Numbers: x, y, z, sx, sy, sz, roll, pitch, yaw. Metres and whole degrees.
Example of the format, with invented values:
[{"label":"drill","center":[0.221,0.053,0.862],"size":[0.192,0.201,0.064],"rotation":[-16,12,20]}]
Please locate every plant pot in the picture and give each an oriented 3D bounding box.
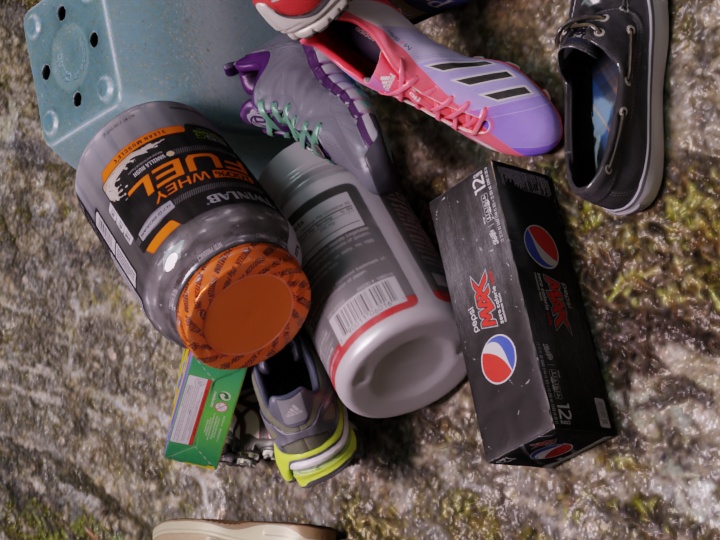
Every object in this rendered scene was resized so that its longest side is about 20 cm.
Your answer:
[{"label":"plant pot","center":[-0.158,-0.170,1.413],"size":[0.195,0.199,0.197],"rotation":[-22,77,45]}]

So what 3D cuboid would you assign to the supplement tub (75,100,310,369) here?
[{"label":"supplement tub","center":[-0.120,-0.025,1.250],"size":[0.200,0.122,0.123],"rotation":[51,120,43]}]

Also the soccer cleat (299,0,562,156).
[{"label":"soccer cleat","center":[0.049,-0.134,1.223],"size":[0.200,0.076,0.067],"rotation":[35,130,12]}]

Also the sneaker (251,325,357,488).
[{"label":"sneaker","center":[-0.049,0.071,1.298],"size":[0.074,0.081,0.200],"rotation":[-21,33,-1]}]

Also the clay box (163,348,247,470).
[{"label":"clay box","center":[-0.111,0.044,1.357],"size":[0.200,0.047,0.115],"rotation":[-87,13,-51]}]

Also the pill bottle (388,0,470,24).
[{"label":"pill bottle","center":[0.049,-0.246,1.273],"size":[0.200,0.111,0.112],"rotation":[-16,71,47]}]

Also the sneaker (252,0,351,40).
[{"label":"sneaker","center":[-0.017,-0.257,1.184],"size":[0.077,0.085,0.201],"rotation":[3,61,54]}]

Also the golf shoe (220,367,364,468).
[{"label":"golf shoe","center":[-0.071,0.113,1.376],"size":[0.199,0.077,0.089],"rotation":[-2,72,48]}]

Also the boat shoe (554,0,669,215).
[{"label":"boat shoe","center":[0.160,-0.138,1.155],"size":[0.070,0.066,0.201],"rotation":[-9,76,49]}]

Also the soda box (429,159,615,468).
[{"label":"soda box","center":[0.109,0.031,1.184],"size":[0.071,0.063,0.201],"rotation":[-34,58,42]}]

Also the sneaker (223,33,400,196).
[{"label":"sneaker","center":[-0.037,-0.107,1.271],"size":[0.087,0.075,0.200],"rotation":[-25,42,-3]}]

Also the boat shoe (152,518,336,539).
[{"label":"boat shoe","center":[-0.099,0.235,1.388],"size":[0.199,0.072,0.065],"rotation":[-6,77,44]}]

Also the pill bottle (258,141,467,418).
[{"label":"pill bottle","center":[0.000,0.000,1.281],"size":[0.114,0.114,0.200],"rotation":[-53,47,29]}]
